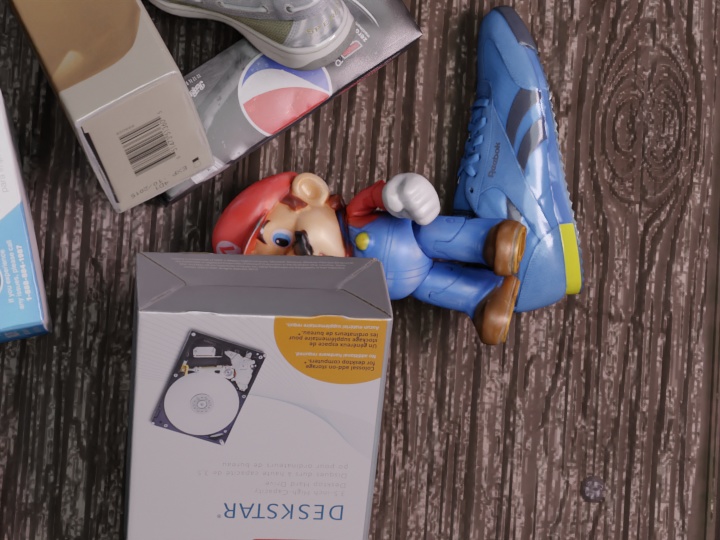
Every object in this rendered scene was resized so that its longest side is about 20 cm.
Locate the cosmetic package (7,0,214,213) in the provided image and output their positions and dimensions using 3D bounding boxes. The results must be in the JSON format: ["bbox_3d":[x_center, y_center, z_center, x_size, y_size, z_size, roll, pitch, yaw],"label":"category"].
[{"bbox_3d":[-0.168,-0.147,1.333,0.071,0.105,0.201,-27,57,-6],"label":"cosmetic package"}]

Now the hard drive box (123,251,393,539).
[{"bbox_3d":[-0.067,0.095,1.346,0.154,0.077,0.201,1,119,-7],"label":"hard drive box"}]

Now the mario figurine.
[{"bbox_3d":[0.000,0.000,1.375,0.198,0.106,0.125,9,86,9],"label":"mario figurine"}]

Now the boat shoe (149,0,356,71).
[{"bbox_3d":[-0.087,-0.194,1.368,0.074,0.065,0.201,-45,55,-16],"label":"boat shoe"}]

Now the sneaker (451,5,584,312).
[{"bbox_3d":[0.092,-0.072,1.427,0.078,0.066,0.202,-10,89,-4],"label":"sneaker"}]

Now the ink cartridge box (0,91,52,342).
[{"bbox_3d":[-0.302,-0.015,1.330,0.198,0.146,0.148,-12,88,-7],"label":"ink cartridge box"}]

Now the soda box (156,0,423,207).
[{"bbox_3d":[-0.060,-0.121,1.406,0.199,0.071,0.064,-34,92,-7],"label":"soda box"}]
